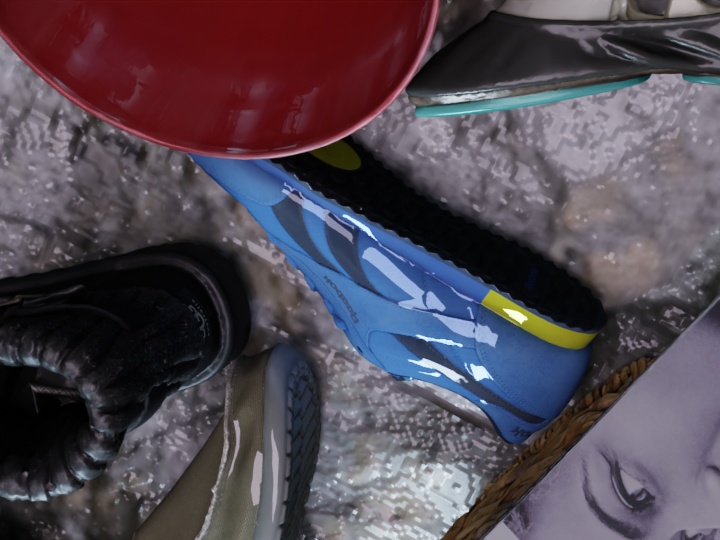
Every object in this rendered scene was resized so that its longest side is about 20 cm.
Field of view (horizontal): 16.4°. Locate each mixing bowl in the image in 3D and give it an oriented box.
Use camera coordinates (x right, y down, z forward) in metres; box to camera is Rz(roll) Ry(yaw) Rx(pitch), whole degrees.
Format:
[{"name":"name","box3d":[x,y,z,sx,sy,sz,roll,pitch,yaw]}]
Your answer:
[{"name":"mixing bowl","box3d":[-0.048,-0.154,0.940,0.199,0.109,0.201,12,131,14]}]

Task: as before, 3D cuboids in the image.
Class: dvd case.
[{"name":"dvd case","box3d":[0.157,0.095,0.958,0.200,0.016,0.149,-44,91,-16]}]

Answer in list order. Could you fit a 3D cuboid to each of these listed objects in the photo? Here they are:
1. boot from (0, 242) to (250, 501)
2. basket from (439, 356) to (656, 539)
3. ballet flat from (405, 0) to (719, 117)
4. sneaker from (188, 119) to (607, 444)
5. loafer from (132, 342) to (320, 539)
[{"name":"boot","box3d":[-0.159,0.053,1.023,0.211,0.158,0.080,-23,98,26]},{"name":"basket","box3d":[0.119,0.166,1.035,0.200,0.149,0.143,44,146,-1]},{"name":"ballet flat","box3d":[0.115,-0.097,0.955,0.199,0.068,0.069,-2,97,6]},{"name":"sneaker","box3d":[0.000,0.000,1.014,0.200,0.066,0.079,33,117,4]},{"name":"loafer","box3d":[-0.066,0.121,1.065,0.069,0.075,0.201,15,111,6]}]
